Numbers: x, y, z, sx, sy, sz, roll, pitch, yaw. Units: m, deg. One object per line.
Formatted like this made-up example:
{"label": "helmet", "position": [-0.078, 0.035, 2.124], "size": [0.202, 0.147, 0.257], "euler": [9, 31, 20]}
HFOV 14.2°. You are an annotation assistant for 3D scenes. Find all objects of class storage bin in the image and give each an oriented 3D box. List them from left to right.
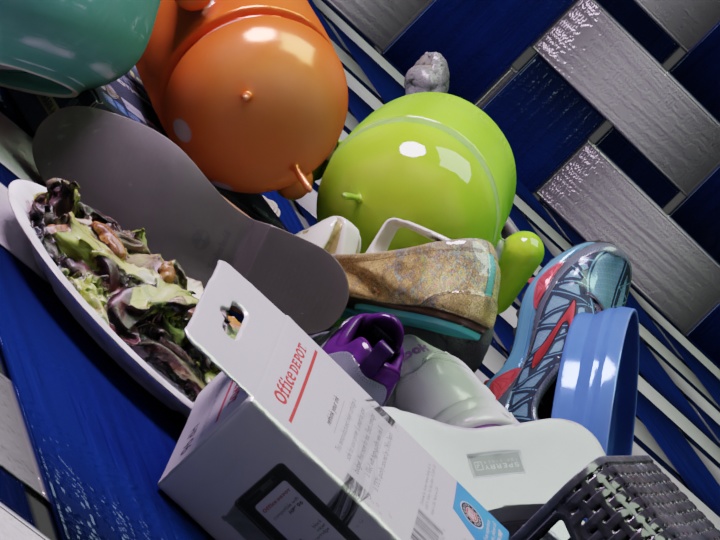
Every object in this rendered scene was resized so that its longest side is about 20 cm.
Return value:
{"label": "storage bin", "position": [0.124, 0.178, 1.538], "size": [0.094, 0.135, 0.200], "euler": [47, 8, 13]}

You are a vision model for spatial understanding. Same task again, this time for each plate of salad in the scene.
{"label": "plate of salad", "position": [-0.103, 0.018, 1.505], "size": [0.200, 0.048, 0.200], "euler": [44, 9, -9]}

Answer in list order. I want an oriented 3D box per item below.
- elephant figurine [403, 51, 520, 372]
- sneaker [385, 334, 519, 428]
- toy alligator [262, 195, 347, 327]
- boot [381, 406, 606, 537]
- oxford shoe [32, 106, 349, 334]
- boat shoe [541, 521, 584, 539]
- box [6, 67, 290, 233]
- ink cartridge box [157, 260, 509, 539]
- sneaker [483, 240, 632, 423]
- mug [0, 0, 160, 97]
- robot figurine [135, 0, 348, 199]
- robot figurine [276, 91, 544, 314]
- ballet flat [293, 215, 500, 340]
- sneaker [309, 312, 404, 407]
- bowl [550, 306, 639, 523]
{"label": "elephant figurine", "position": [0.055, -0.022, 2.021], "size": [0.141, 0.155, 0.200], "euler": [26, 40, -7]}
{"label": "sneaker", "position": [0.060, 0.091, 1.756], "size": [0.100, 0.075, 0.200], "euler": [54, -3, 20]}
{"label": "toy alligator", "position": [-0.030, 0.023, 1.849], "size": [0.200, 0.059, 0.054], "euler": [-129, -147, -48]}
{"label": "boot", "position": [0.036, 0.127, 1.600], "size": [0.199, 0.096, 0.074], "euler": [4, 60, -31]}
{"label": "oxford shoe", "position": [-0.101, -0.021, 1.642], "size": [0.200, 0.071, 0.071], "euler": [35, -9, -2]}
{"label": "boat shoe", "position": [0.136, 0.207, 1.693], "size": [0.201, 0.070, 0.072], "euler": [47, 4, -10]}
{"label": "box", "position": [-0.142, -0.085, 1.806], "size": [0.200, 0.051, 0.158], "euler": [38, 11, -43]}
{"label": "ink cartridge box", "position": [-0.024, 0.099, 1.375], "size": [0.200, 0.068, 0.116], "euler": [45, 17, -8]}
{"label": "sneaker", "position": [0.148, 0.067, 1.963], "size": [0.095, 0.200, 0.079], "euler": [-2, -38, 49]}
{"label": "mug", "position": [-0.188, -0.163, 1.661], "size": [0.152, 0.115, 0.185], "euler": [13, -7, 4]}
{"label": "robot figurine", "position": [-0.075, -0.123, 1.749], "size": [0.116, 0.144, 0.200], "euler": [5, 29, -21]}
{"label": "robot figurine", "position": [0.036, -0.047, 1.832], "size": [0.175, 0.116, 0.200], "euler": [32, 16, 1]}
{"label": "ballet flat", "position": [0.000, 0.000, 1.701], "size": [0.200, 0.071, 0.071], "euler": [5, -21, 39]}
{"label": "sneaker", "position": [-0.002, 0.059, 1.665], "size": [0.074, 0.088, 0.200], "euler": [44, 8, -8]}
{"label": "bowl", "position": [0.143, 0.121, 1.815], "size": [0.039, 0.201, 0.201], "euler": [6, 2, 10]}
